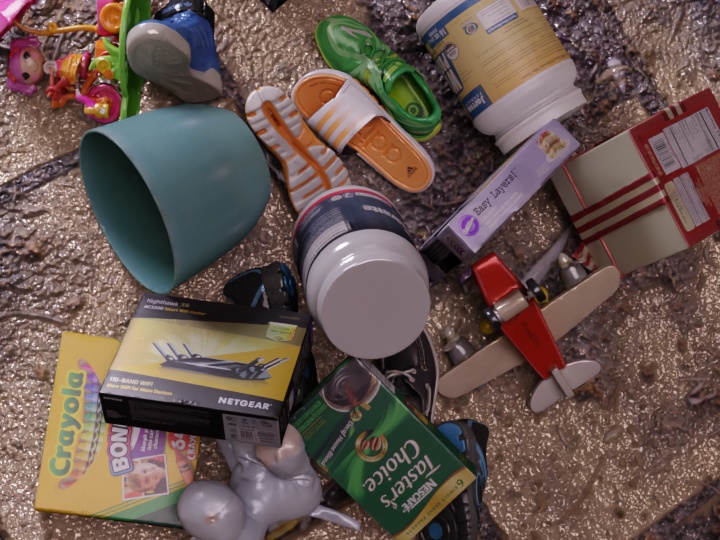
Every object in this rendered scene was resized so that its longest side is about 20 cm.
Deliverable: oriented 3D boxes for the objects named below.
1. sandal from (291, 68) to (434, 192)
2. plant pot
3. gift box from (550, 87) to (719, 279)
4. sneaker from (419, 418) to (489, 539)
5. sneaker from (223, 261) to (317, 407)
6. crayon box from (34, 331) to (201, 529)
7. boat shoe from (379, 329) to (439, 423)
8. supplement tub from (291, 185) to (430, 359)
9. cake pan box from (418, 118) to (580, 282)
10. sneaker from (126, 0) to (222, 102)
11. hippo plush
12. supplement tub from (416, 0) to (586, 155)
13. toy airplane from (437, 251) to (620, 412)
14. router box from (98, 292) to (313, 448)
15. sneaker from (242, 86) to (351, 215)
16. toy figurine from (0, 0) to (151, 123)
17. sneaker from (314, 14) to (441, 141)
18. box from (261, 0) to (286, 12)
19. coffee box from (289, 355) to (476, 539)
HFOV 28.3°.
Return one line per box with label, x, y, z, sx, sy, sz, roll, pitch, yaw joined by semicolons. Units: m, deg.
sandal;0.006;-0.167;1.740;0.206;0.059;0.079;37;111;-4
plant pot;-0.200;-0.098;1.629;0.161;0.201;0.201;-29;87;-27
gift box;0.343;-0.102;1.752;0.199;0.187;0.185;-22;86;-31
sneaker;0.122;0.274;1.687;0.082;0.073;0.201;-2;99;-56
sneaker;-0.104;0.095;1.677;0.081;0.073;0.201;-13;84;11
crayon box;-0.269;0.183;1.623;0.172;0.058;0.201;9;77;-11
boat shoe;0.051;0.150;1.694;0.073;0.060;0.201;-1;80;17
supplement tub;0.000;0.000;1.633;0.140;0.200;0.141;-4;116;-9
cake pan box;0.156;-0.077;1.707;0.052;0.184;0.200;44;75;1
sneaker;-0.220;-0.278;1.663;0.076;0.200;0.112;-13;75;16
hippo plush;-0.136;0.252;1.596;0.161;0.159;0.200;-44;131;-19
supplement tub;0.176;-0.259;1.768;0.144;0.145;0.201;-31;87;-17
toy airplane;0.200;0.068;1.728;0.199;0.141;0.200;4;116;-21
router box;-0.164;0.106;1.555;0.199;0.052;0.158;7;43;9
sneaker;-0.077;-0.135;1.726;0.078;0.077;0.201;-33;106;-12
toy figurine;-0.351;-0.254;1.675;0.183;0.150;0.201;6;102;2
sneaker;0.031;-0.248;1.764;0.200;0.084;0.074;43;74;-1
box;-0.118;-0.437;1.707;0.104;0.200;0.182;-43;90;-16
coffee box;0.022;0.200;1.611;0.123;0.044;0.200;-43;98;7
